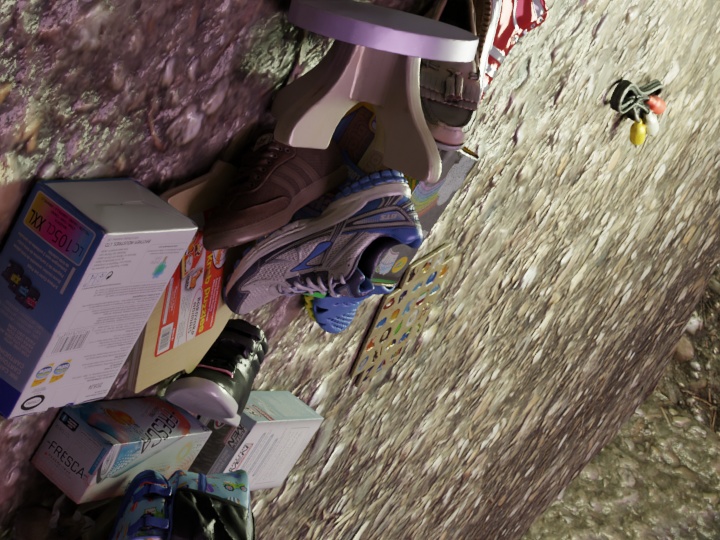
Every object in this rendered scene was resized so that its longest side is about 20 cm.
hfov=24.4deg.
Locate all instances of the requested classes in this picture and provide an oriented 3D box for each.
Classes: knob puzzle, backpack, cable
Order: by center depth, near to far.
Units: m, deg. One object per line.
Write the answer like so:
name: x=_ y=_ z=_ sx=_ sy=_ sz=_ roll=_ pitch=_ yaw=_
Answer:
knob puzzle: x=-0.146 y=-0.005 z=1.465 sx=0.220 sy=0.030 sz=0.221 roll=-54 pitch=154 yaw=-42
backpack: x=-0.171 y=0.267 z=1.541 sx=0.200 sy=0.134 sz=0.184 roll=-97 pitch=-150 yaw=-64
cable: x=0.407 y=-0.241 z=2.385 sx=0.097 sy=0.050 sz=0.200 roll=-55 pitch=163 yaw=1

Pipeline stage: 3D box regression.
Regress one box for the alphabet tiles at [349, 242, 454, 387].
alphabet tiles: x=0.053 y=0.057 z=2.117 sx=0.166 sy=0.006 sz=0.201 roll=-30 pitch=150 yaw=-51

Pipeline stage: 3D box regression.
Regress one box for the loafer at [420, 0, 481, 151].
loafer: x=0.079 y=-0.193 z=1.537 sx=0.201 sy=0.071 sz=0.063 roll=-88 pitch=-161 yaw=-49

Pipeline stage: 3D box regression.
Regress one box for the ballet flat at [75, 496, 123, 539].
ballet flat: x=-0.272 y=0.264 z=1.622 sx=0.200 sy=0.070 sz=0.065 roll=-50 pitch=135 yaw=-19

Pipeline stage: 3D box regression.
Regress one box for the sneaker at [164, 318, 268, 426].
sneaker: x=-0.134 y=0.088 z=1.580 sx=0.200 sy=0.070 sz=0.100 roll=79 pitch=28 yaw=-80

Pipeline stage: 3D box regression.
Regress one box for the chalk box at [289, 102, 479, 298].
chalk box: x=-0.002 y=-0.066 z=1.588 sx=0.201 sy=0.123 sz=0.124 roll=-56 pitch=162 yaw=8

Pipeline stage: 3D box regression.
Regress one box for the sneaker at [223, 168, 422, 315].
sneaker: x=-0.032 y=-0.008 z=1.484 sx=0.199 sy=0.086 sz=0.077 roll=-33 pitch=165 yaw=12

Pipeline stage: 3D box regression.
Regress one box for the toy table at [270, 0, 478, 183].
toy table: x=0.009 y=-0.156 z=1.394 sx=0.199 sy=0.183 sz=0.118 roll=5 pitch=108 yaw=-41

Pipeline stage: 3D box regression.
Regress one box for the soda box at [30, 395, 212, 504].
soda box: x=-0.219 y=0.164 z=1.551 sx=0.069 sy=0.063 sz=0.200 roll=-57 pitch=162 yaw=11

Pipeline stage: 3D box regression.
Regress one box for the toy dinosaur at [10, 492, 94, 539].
toy dinosaur: x=-0.319 y=0.285 z=1.523 sx=0.200 sy=0.077 sz=0.102 roll=-42 pitch=126 yaw=-3

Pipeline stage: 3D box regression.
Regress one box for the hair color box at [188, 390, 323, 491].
hair color box: x=-0.122 y=0.188 z=1.834 sx=0.099 sy=0.060 sz=0.200 roll=-57 pitch=162 yaw=8

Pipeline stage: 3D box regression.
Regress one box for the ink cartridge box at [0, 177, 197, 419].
ink cartridge box: x=-0.228 y=0.032 z=1.277 sx=0.201 sy=0.076 sz=0.136 roll=-61 pitch=160 yaw=16

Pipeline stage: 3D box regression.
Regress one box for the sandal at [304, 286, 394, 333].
sandal: x=0.000 y=0.000 z=1.764 sx=0.079 sy=0.087 sz=0.201 roll=-40 pitch=159 yaw=-40

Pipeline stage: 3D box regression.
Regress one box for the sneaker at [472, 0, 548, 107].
sneaker: x=0.127 y=-0.227 z=1.699 sx=0.112 sy=0.071 sz=0.201 roll=-32 pitch=149 yaw=-42

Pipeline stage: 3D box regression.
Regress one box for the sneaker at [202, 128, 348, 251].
sneaker: x=-0.085 y=-0.079 z=1.446 sx=0.070 sy=0.076 sz=0.200 roll=-15 pitch=-167 yaw=33
